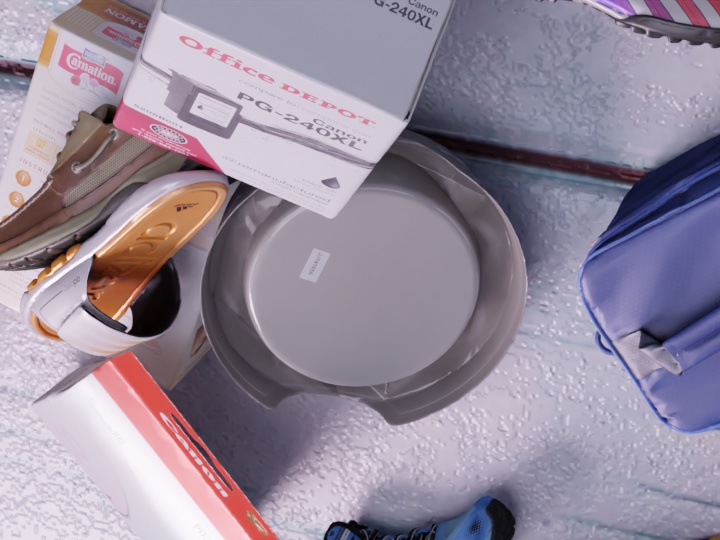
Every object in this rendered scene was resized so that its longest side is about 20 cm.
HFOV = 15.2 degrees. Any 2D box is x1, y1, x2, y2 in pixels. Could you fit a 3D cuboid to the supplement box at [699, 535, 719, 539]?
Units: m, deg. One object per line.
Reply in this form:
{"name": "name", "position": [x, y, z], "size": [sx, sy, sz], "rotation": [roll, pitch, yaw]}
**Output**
{"name": "supplement box", "position": [0.145, 0.248, 1.704], "size": [0.199, 0.110, 0.086], "rotation": [-17, 105, 26]}

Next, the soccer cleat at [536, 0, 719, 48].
{"name": "soccer cleat", "position": [0.152, -0.181, 1.548], "size": [0.199, 0.068, 0.074], "rotation": [18, 109, 14]}

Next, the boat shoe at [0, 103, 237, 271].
{"name": "boat shoe", "position": [-0.143, -0.063, 1.627], "size": [0.199, 0.076, 0.074], "rotation": [-27, 77, 23]}

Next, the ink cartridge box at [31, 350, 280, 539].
{"name": "ink cartridge box", "position": [-0.132, 0.131, 1.727], "size": [0.057, 0.200, 0.163], "rotation": [-39, 95, -11]}

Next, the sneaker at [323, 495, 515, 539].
{"name": "sneaker", "position": [0.013, 0.199, 1.754], "size": [0.200, 0.078, 0.090], "rotation": [-36, 93, 29]}

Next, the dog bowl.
{"name": "dog bowl", "position": [0.000, 0.000, 1.646], "size": [0.199, 0.059, 0.201], "rotation": [-3, 121, -5]}

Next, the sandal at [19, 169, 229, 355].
{"name": "sandal", "position": [-0.139, 0.010, 1.613], "size": [0.207, 0.079, 0.060], "rotation": [-43, 58, 48]}

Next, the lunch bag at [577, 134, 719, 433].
{"name": "lunch bag", "position": [0.221, -0.001, 1.557], "size": [0.199, 0.132, 0.136], "rotation": [-32, 98, 28]}

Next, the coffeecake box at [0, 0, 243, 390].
{"name": "coffeecake box", "position": [-0.144, -0.051, 1.708], "size": [0.153, 0.073, 0.201], "rotation": [27, 119, 8]}

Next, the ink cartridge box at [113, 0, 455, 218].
{"name": "ink cartridge box", "position": [-0.046, -0.115, 1.470], "size": [0.145, 0.084, 0.200], "rotation": [23, 163, -6]}
